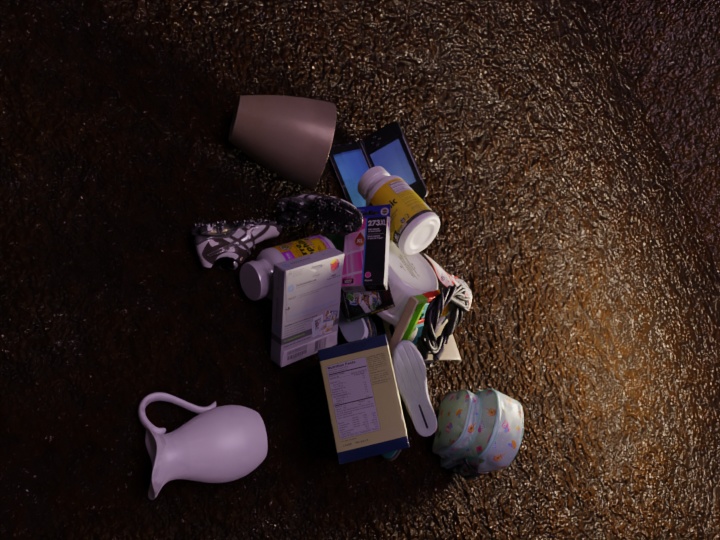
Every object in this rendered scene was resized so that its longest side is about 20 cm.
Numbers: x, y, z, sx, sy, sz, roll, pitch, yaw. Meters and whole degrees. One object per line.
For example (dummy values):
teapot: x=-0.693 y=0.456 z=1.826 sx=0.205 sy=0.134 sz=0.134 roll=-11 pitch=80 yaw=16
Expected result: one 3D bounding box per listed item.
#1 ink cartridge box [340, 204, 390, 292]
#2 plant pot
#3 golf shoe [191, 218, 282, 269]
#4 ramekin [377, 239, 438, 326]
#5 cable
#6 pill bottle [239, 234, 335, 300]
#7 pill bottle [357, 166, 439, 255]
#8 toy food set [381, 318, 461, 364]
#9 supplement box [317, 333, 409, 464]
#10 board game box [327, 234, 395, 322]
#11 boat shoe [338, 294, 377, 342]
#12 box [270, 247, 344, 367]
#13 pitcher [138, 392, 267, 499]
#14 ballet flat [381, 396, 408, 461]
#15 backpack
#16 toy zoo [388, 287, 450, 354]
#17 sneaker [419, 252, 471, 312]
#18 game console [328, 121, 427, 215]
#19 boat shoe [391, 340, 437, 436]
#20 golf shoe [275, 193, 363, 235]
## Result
ink cartridge box: x=0.013 y=-0.054 z=1.358 sx=0.037 sy=0.092 sz=0.205 roll=62 pitch=29 yaw=-58
plant pot: x=-0.172 y=-0.292 z=1.377 sx=0.195 sy=0.187 sz=0.192 roll=15 pitch=62 yaw=-18
golf shoe: x=-0.240 y=-0.052 z=1.287 sx=0.196 sy=0.077 sz=0.098 roll=-9 pitch=95 yaw=-40
ramekin: x=0.085 y=0.021 z=1.450 sx=0.199 sy=0.095 sz=0.205 roll=28 pitch=32 yaw=-19
cable: x=0.184 y=0.107 z=1.401 sx=0.050 sy=0.203 sz=0.163 roll=34 pitch=62 yaw=28
pill bottle: x=-0.143 y=-0.002 z=1.313 sx=0.197 sy=0.103 sz=0.107 roll=-19 pitch=84 yaw=-42
pill bottle: x=0.079 y=-0.140 z=1.461 sx=0.109 sy=0.113 sz=0.201 roll=-10 pitch=48 yaw=-41
toy food set: x=0.141 y=0.153 z=1.525 sx=0.196 sy=0.060 sz=0.147 roll=6 pitch=57 yaw=-39
supplement box: x=0.007 y=0.248 z=1.247 sx=0.130 sy=0.200 sz=0.206 roll=-12 pitch=77 yaw=-1
board game box: x=0.000 y=0.000 z=1.366 sx=0.024 sy=0.102 sz=0.205 roll=61 pitch=13 yaw=-61
boat shoe: x=-0.028 y=0.078 z=1.409 sx=0.204 sy=0.070 sz=0.091 roll=67 pitch=12 yaw=25
box: x=-0.104 y=0.071 z=1.281 sx=0.154 sy=0.041 sz=0.205 roll=-18 pitch=123 yaw=-42
pitcher: x=-0.267 y=0.275 z=1.099 sx=0.195 sy=0.122 sz=0.175 roll=-6 pitch=60 yaw=-29
ballet flat: x=0.082 y=0.305 z=1.398 sx=0.063 sy=0.066 sz=0.206 roll=32 pitch=58 yaw=-54
backpack: x=0.259 y=0.350 z=1.435 sx=0.152 sy=0.198 sz=0.179 roll=34 pitch=54 yaw=-22
toy zoo: x=0.139 y=0.104 z=1.405 sx=0.020 sy=0.134 sz=0.198 roll=34 pitch=24 yaw=28
sneaker: x=0.196 y=0.025 z=1.617 sx=0.201 sy=0.068 sz=0.108 roll=44 pitch=19 yaw=8
game console: x=0.042 y=-0.234 z=1.560 sx=0.205 sy=0.168 sz=0.118 roll=66 pitch=21 yaw=4
boat shoe: x=0.105 y=0.242 z=1.346 sx=0.070 sy=0.062 sz=0.206 roll=-16 pitch=96 yaw=-11
golf shoe: x=-0.077 y=-0.129 z=1.367 sx=0.094 sy=0.195 sz=0.080 roll=-43 pitch=140 yaw=-58
